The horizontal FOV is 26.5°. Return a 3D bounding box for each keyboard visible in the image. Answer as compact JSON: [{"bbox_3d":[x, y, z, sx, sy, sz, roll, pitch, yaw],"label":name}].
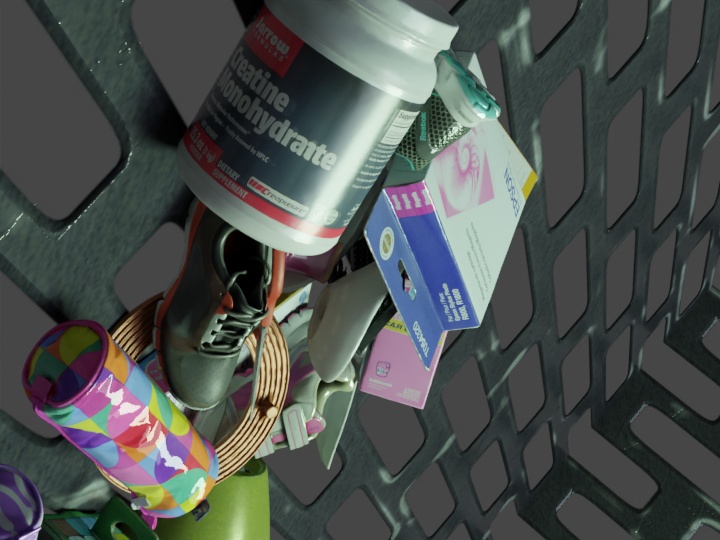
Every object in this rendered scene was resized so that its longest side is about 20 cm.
[{"bbox_3d":[0.000,0.000,1.411,0.127,0.020,0.201,-50,-157,32],"label":"keyboard"}]

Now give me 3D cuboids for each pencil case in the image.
[{"bbox_3d":[-0.186,0.124,1.209,0.088,0.088,0.200,-46,135,-13],"label":"pencil case"},{"bbox_3d":[-0.305,0.245,1.249,0.084,0.086,0.201,-24,147,-33],"label":"pencil case"}]

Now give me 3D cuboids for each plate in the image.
[{"bbox_3d":[-0.010,0.066,1.558,0.201,0.032,0.200,107,-2,-45],"label":"plate"}]

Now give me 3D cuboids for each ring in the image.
[{"bbox_3d":[-0.145,0.107,1.308,0.199,0.019,0.202,-15,119,-29],"label":"ring"}]

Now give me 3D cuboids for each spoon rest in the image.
[{"bbox_3d":[0.007,0.003,1.313,0.099,0.060,0.202,-136,-114,-76],"label":"spoon rest"}]

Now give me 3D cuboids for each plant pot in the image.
[{"bbox_3d":[-0.164,0.273,1.510,0.187,0.186,0.202,-9,120,-62],"label":"plant pot"}]

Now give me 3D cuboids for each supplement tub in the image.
[{"bbox_3d":[-0.032,-0.126,1.115,0.201,0.140,0.140,-57,159,16],"label":"supplement tub"}]

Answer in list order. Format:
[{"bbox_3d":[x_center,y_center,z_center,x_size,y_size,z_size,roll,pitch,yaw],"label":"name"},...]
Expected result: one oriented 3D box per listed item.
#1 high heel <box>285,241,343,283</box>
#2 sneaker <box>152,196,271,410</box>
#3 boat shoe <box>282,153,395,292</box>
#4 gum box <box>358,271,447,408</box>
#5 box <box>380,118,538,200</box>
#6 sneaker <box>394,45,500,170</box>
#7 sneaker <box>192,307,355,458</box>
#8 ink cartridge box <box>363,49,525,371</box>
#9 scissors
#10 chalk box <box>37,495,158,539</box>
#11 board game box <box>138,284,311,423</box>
[{"bbox_3d":[-0.042,-0.094,1.311,0.067,0.095,0.202,-138,-112,-76],"label":"high heel"},{"bbox_3d":[-0.113,0.030,1.230,0.077,0.082,0.202,-5,116,-33],"label":"sneaker"},{"bbox_3d":[-0.018,-0.053,1.391,0.201,0.071,0.068,-53,160,-16],"label":"boat shoe"},{"bbox_3d":[0.046,0.054,1.518,0.200,0.066,0.114,-88,-165,-82],"label":"gum box"},{"bbox_3d":[0.090,-0.088,1.411,0.120,0.041,0.200,-60,142,-11],"label":"box"},{"bbox_3d":[0.035,-0.148,1.212,0.091,0.200,0.077,-45,119,12],"label":"sneaker"},{"bbox_3d":[-0.081,0.130,1.411,0.200,0.088,0.081,-47,160,-12],"label":"sneaker"},{"bbox_3d":[0.078,-0.048,1.302,0.197,0.043,0.201,64,39,-48],"label":"ink cartridge box"},{"bbox_3d":[-0.081,0.046,1.271,0.014,0.073,0.202,-2,109,-21],"label":"scissors"},{"bbox_3d":[-0.256,0.301,1.395,0.200,0.125,0.124,-52,160,5],"label":"chalk box"},{"bbox_3d":[-0.134,0.095,1.426,0.200,0.040,0.154,-38,156,-33],"label":"board game box"}]
